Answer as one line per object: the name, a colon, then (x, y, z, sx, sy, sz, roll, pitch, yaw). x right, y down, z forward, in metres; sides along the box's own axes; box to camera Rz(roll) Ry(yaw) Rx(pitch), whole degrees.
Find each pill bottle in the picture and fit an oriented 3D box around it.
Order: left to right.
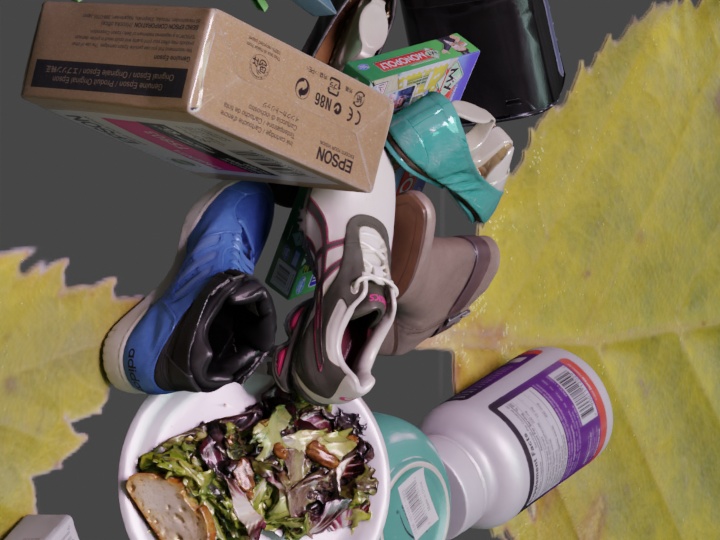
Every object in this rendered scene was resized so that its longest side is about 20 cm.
pill bottle: (0.113, 0.147, 1.850, 0.200, 0.111, 0.112, -27, 114, -46)

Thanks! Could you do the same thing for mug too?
mug: (-0.011, 0.180, 1.697, 0.185, 0.114, 0.152, 20, 77, -50)

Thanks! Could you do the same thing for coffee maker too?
coffee maker: (0.079, -0.217, 1.760, 0.192, 0.135, 0.200, -39, 123, -46)

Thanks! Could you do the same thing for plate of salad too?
plate of salad: (-0.073, 0.151, 1.597, 0.200, 0.048, 0.200, 2, 81, -13)

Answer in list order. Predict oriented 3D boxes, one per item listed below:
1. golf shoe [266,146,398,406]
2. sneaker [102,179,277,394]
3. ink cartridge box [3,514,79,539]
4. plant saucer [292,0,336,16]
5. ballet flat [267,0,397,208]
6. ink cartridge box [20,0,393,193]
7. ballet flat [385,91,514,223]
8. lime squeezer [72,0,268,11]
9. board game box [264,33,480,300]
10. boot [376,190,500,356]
golf shoe: (0.000, 0.000, 1.583, 0.077, 0.088, 0.200, 15, 82, -35)
sneaker: (-0.090, 0.011, 1.590, 0.200, 0.111, 0.077, -54, 131, -34)
ink cartridge box: (-0.218, 0.291, 1.477, 0.174, 0.044, 0.200, -49, 130, -54)
plant saucer: (-0.084, -0.242, 1.607, 0.200, 0.019, 0.070, 28, 30, -56)
ballet flat: (-0.023, -0.143, 1.692, 0.068, 0.068, 0.200, 28, 68, -23)
ink cartridge box: (-0.102, -0.117, 1.521, 0.200, 0.165, 0.075, 21, 78, -49)
ballet flat: (0.079, -0.085, 1.673, 0.067, 0.070, 0.200, 57, 9, 21)
lime squeezer: (-0.124, -0.223, 1.587, 0.200, 0.038, 0.071, -5, 94, -53)
board game box: (0.008, -0.079, 1.689, 0.135, 0.029, 0.200, -21, 141, -47)
boot: (0.051, -0.004, 1.727, 0.146, 0.200, 0.070, -14, 63, -39)
